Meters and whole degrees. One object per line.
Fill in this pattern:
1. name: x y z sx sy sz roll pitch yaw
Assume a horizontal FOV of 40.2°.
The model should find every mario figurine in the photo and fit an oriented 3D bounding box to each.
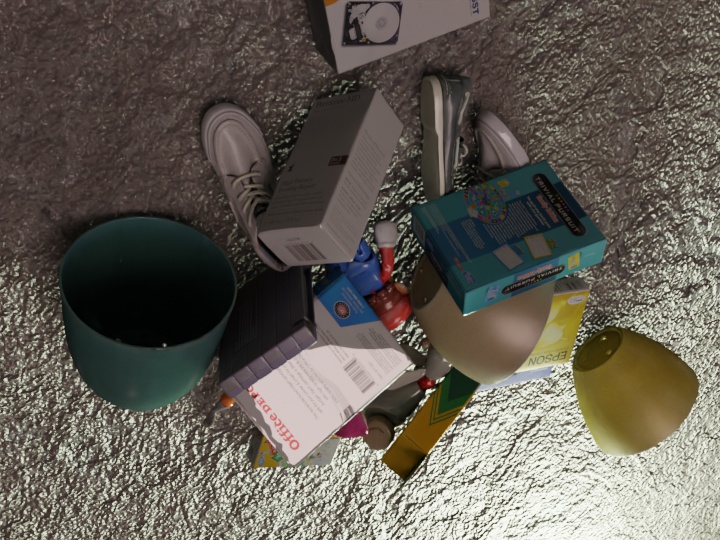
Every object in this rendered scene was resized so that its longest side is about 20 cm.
1. mario figurine: 0.000 0.000 1.324 0.201 0.122 0.107 54 48 -33

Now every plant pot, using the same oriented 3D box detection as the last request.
1. plant pot: 0.143 0.032 1.302 0.133 0.201 0.202 23 111 -22
2. plant pot: -0.254 0.065 1.150 0.197 0.203 0.163 -5 138 -24
3. plant pot: 0.424 0.177 1.598 0.200 0.200 0.142 -42 106 6

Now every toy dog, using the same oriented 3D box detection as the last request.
1. toy dog: 0.053 0.161 1.440 0.096 0.132 0.201 36 99 -1

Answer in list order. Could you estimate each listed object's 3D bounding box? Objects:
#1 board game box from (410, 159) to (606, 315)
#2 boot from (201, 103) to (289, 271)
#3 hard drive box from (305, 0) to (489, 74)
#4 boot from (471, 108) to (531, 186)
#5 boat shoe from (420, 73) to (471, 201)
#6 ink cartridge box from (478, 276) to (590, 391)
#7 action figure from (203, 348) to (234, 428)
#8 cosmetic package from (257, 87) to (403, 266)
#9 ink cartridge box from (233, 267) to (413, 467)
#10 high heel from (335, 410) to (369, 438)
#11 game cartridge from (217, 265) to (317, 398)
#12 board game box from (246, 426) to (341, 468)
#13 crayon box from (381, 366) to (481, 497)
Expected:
1. board game box: 0.182 -0.044 1.231 0.196 0.152 0.047 -19 143 -14
2. boot: -0.122 -0.094 1.154 0.073 0.096 0.202 -28 131 -6
3. hard drive box: 0.036 -0.334 1.091 0.197 0.077 0.158 -23 131 -11
4. boot: 0.178 -0.117 1.318 0.095 0.074 0.201 -41 132 -5
5. boat shoe: 0.114 -0.154 1.262 0.060 0.073 0.204 -13 122 -14
6. ink cartridge box: 0.249 0.114 1.539 0.194 0.047 0.204 -9 123 -23
7. action figure: -0.154 0.120 1.321 0.196 0.105 0.197 19 106 -2
8. cosmetic package: -0.032 -0.108 1.130 0.074 0.100 0.203 46 52 -41
9. ink cartridge box: -0.057 0.118 1.226 0.199 0.084 0.147 -39 101 -2
10. high heel: -0.009 0.156 1.359 0.094 0.068 0.203 11 123 -11
11. game cartridge: -0.111 0.060 1.172 0.129 0.201 0.038 -37 115 14
12. board game box: -0.077 0.198 1.433 0.132 0.034 0.203 3 121 -29
13. crayon box: 0.101 0.226 1.444 0.200 0.051 0.126 -48 171 -30
